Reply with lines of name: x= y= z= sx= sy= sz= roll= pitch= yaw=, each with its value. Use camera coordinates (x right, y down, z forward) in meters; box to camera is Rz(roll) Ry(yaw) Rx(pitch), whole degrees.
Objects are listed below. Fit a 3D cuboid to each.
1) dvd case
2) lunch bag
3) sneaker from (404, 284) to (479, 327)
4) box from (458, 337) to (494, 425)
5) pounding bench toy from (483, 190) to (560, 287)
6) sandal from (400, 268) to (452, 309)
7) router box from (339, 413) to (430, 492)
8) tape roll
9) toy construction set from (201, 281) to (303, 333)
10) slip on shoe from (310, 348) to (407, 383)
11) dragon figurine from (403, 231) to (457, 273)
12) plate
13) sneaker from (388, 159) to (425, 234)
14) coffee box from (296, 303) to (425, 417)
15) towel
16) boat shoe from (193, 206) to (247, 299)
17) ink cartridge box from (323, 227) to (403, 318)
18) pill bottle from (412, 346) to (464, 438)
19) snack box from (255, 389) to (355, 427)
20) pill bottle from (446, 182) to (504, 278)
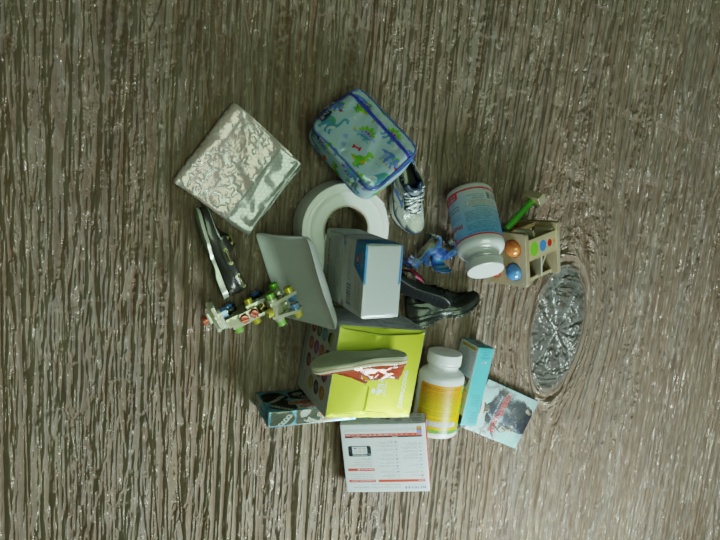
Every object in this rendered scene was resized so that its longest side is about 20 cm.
dvd case: x=0.363 y=0.373 z=1.711 sx=0.200 sy=0.022 sz=0.146 roll=27 pitch=90 yaw=-24
lunch bag: x=0.005 y=-0.264 z=1.349 sx=0.161 sy=0.082 sz=0.200 roll=-40 pitch=88 yaw=-19
sneaker: x=0.194 y=0.072 z=1.549 sx=0.200 sy=0.076 sz=0.091 roll=-15 pitch=99 yaw=-22
box: x=0.268 y=0.275 z=1.616 sx=0.049 sy=0.082 sz=0.200 roll=9 pitch=98 yaw=-25
pounding bench toy: x=0.370 y=-0.078 z=1.533 sx=0.156 sy=0.124 sz=0.200 roll=-18 pitch=109 yaw=-39
sandal: x=0.118 y=0.029 z=1.489 sx=0.200 sy=0.075 sz=0.045 roll=23 pitch=66 yaw=-1
router box: x=0.059 y=0.428 z=1.533 sx=0.200 sy=0.049 sz=0.180 roll=-3 pitch=105 yaw=8
tape roll: x=-0.041 y=-0.093 z=1.413 sx=0.202 sy=0.071 sz=0.203 roll=-5 pitch=103 yaw=-21
toy construction set: x=-0.225 y=0.086 z=1.339 sx=0.200 sy=0.131 sz=0.092 roll=-12 pitch=107 yaw=-15
slip on shoe: x=-0.001 y=0.192 z=1.278 sx=0.200 sy=0.074 sz=0.061 roll=0 pitch=104 yaw=-24
dragon figurine: x=0.184 y=-0.030 z=1.524 sx=0.200 sy=0.059 sz=0.100 roll=14 pitch=97 yaw=-33
plate: x=-0.126 y=0.014 z=1.338 sx=0.032 sy=0.199 sz=0.200 roll=-29 pitch=112 yaw=-33
sneaker: x=0.105 y=-0.170 z=1.448 sx=0.077 sy=0.085 sz=0.200 roll=-23 pitch=110 yaw=-16
coffee box: x=-0.002 y=0.191 z=1.421 sx=0.200 sy=0.198 sz=0.200 roll=6 pitch=99 yaw=-24
towel: x=-0.244 y=-0.201 z=1.326 sx=0.191 sy=0.032 sz=0.200 roll=39 pitch=85 yaw=-25
boat shoe: x=-0.284 y=-0.042 z=1.325 sx=0.061 sy=0.072 sz=0.201 roll=-21 pitch=117 yaw=-17
ink cartridge box: x=0.000 y=0.000 z=1.304 sx=0.085 sy=0.200 sz=0.145 roll=-1 pitch=103 yaw=-26
pill bottle: x=0.190 y=0.291 z=1.571 sx=0.111 sy=0.111 sz=0.200 roll=3 pitch=100 yaw=-23
snack box: x=-0.121 y=0.299 z=1.441 sx=0.200 sy=0.116 sz=0.037 roll=0 pitch=101 yaw=-23
pill bottle: x=0.262 y=-0.089 z=1.469 sx=0.109 sy=0.109 sz=0.200 roll=4 pitch=63 yaw=-23
